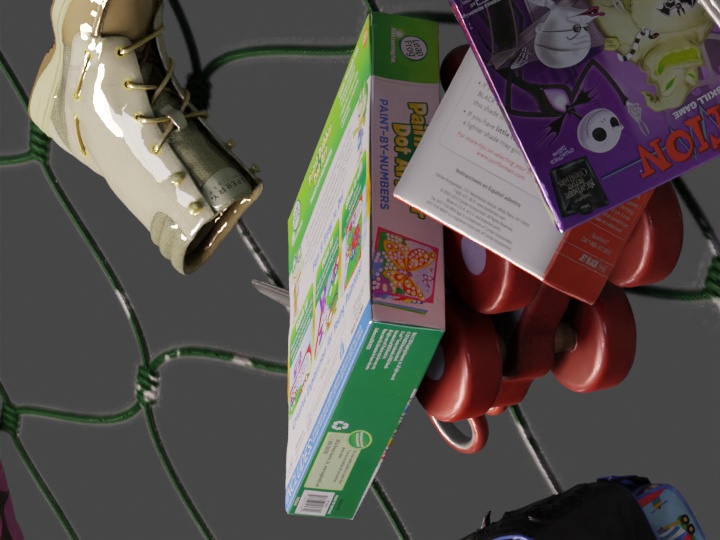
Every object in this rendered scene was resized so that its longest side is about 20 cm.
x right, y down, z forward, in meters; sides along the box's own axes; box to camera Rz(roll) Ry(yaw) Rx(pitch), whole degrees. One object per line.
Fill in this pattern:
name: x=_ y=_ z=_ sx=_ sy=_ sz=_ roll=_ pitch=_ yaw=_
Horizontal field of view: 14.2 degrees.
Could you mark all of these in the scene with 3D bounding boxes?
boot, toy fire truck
boot: x=-0.118 y=-0.101 z=1.711 sx=0.155 sy=0.072 sz=0.200 roll=48 pitch=145 yaw=16
toy fire truck: x=0.073 y=-0.028 z=1.528 sx=0.168 sy=0.112 sz=0.201 roll=58 pitch=145 yaw=34

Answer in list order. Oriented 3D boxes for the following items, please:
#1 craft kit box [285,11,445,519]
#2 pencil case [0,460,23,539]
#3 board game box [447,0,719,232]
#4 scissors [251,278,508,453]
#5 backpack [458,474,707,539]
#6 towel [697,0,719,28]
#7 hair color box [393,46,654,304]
craft kit box: x=0.000 y=0.000 z=1.553 sx=0.200 sy=0.048 sz=0.199 roll=114 pitch=157 yaw=-54
pencil case: x=-0.299 y=0.134 z=2.042 sx=0.090 sy=0.093 sz=0.201 roll=5 pitch=116 yaw=46
board game box: x=0.154 y=-0.114 z=1.316 sx=0.121 sy=0.199 sz=0.032 roll=63 pitch=179 yaw=-11
scissors: x=0.011 y=0.035 z=1.702 sx=0.200 sy=0.014 sz=0.073 roll=38 pitch=139 yaw=28
backpack: x=0.105 y=0.220 z=1.612 sx=0.200 sy=0.134 sz=0.183 roll=-28 pitch=92 yaw=51
towel: x=0.238 y=-0.111 z=1.274 sx=0.200 sy=0.132 sz=0.034 roll=54 pitch=180 yaw=8
hair color box: x=0.110 y=-0.098 z=1.380 sx=0.101 sy=0.061 sz=0.201 roll=31 pitch=95 yaw=33
